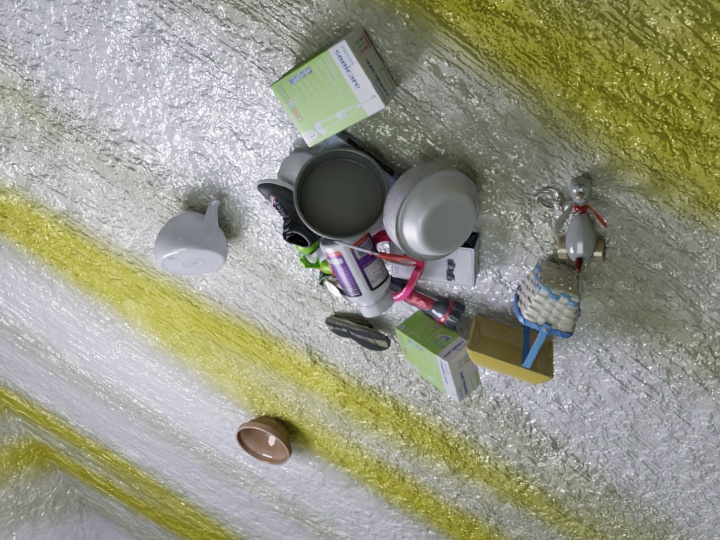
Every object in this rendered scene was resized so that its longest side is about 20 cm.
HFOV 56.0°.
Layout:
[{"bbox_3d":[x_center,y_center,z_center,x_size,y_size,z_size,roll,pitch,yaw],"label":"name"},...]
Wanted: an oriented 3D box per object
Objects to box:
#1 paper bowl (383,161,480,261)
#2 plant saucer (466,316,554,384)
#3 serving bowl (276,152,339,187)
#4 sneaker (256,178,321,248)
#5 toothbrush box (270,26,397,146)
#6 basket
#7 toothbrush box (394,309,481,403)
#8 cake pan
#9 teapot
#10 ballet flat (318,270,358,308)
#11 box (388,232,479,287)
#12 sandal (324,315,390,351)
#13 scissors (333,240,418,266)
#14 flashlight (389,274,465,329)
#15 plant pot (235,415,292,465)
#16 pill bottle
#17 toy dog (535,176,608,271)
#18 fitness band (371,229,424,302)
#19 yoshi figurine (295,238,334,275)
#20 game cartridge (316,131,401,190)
[{"bbox_3d":[0.154,-0.113,1.385,0.200,0.104,0.202,-11,121,-20],"label":"paper bowl"},{"bbox_3d":[0.344,0.191,1.572,0.199,0.200,0.049,19,112,9],"label":"plant saucer"},{"bbox_3d":[-0.111,-0.166,1.527,0.199,0.066,0.201,25,149,16],"label":"serving bowl"},{"bbox_3d":[-0.160,-0.123,1.472,0.199,0.099,0.071,30,151,10],"label":"sneaker"},{"bbox_3d":[-0.052,-0.357,1.332,0.199,0.086,0.146,-20,115,36],"label":"toothbrush box"},{"bbox_3d":[0.399,0.094,1.480,0.138,0.177,0.201,22,124,0],"label":"basket"},{"bbox_3d":[0.192,0.211,1.680,0.200,0.086,0.146,32,150,47],"label":"toothbrush box"},{"bbox_3d":[-0.040,-0.157,1.418,0.199,0.201,0.037,24,169,3],"label":"cake pan"},{"bbox_3d":[-0.438,-0.083,1.739,0.199,0.147,0.198,-9,159,-4],"label":"teapot"},{"bbox_3d":[-0.022,0.058,1.720,0.199,0.074,0.074,30,135,-3],"label":"ballet flat"},{"bbox_3d":[0.170,-0.034,1.553,0.199,0.060,0.117,7,132,20],"label":"box"},{"bbox_3d":[-0.005,0.154,1.812,0.200,0.057,0.080,20,143,28],"label":"sandal"},{"bbox_3d":[0.031,-0.034,1.438,0.199,0.014,0.073,11,172,-15],"label":"scissors"},{"bbox_3d":[0.154,0.073,1.654,0.199,0.068,0.068,27,109,2],"label":"flashlight"},{"bbox_3d":[-0.313,0.558,2.286,0.200,0.093,0.202,14,135,14],"label":"plant pot"},{"bbox_3d":[0.000,0.000,1.504,0.111,0.112,0.201,-11,117,32],"label":"pill bottle"},{"bbox_3d":[0.437,-0.079,1.362,0.131,0.097,0.200,-17,121,35],"label":"toy dog"},{"bbox_3d":[0.069,-0.010,1.555,0.143,0.037,0.200,34,138,9],"label":"fitness band"},{"bbox_3d":[-0.097,-0.049,1.621,0.200,0.112,0.113,10,94,53],"label":"yoshi figurine"},{"bbox_3d":[-0.008,-0.211,1.496,0.200,0.042,0.133,35,131,-8],"label":"game cartridge"}]
